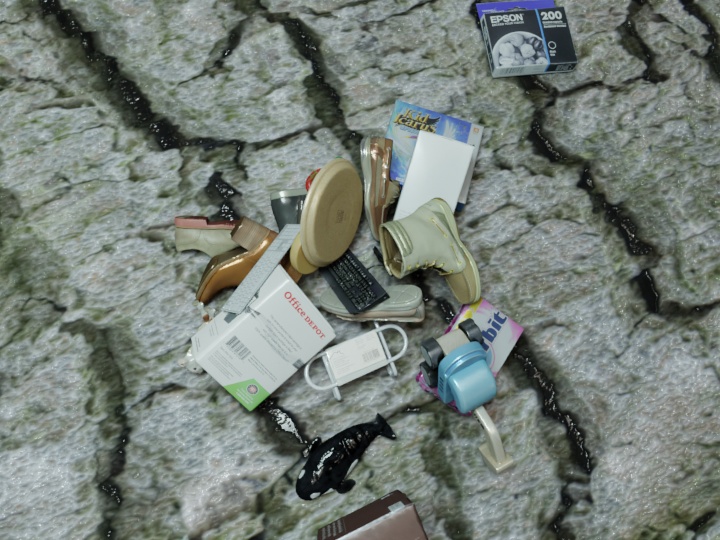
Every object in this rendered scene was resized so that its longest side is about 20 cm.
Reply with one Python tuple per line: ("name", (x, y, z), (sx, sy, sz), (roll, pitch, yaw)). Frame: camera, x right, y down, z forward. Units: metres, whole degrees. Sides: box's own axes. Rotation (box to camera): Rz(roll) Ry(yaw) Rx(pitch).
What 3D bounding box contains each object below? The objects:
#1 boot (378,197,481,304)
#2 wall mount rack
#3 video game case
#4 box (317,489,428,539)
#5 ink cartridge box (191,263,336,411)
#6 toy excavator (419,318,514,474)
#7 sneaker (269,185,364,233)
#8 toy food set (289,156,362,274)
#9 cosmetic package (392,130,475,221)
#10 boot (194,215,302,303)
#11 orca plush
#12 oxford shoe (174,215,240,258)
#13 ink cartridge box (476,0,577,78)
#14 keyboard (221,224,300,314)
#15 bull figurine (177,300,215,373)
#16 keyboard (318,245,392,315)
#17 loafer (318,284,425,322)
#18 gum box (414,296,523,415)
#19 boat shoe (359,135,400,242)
("boot", (0.121, -0.012, 0.945), (0.153, 0.072, 0.203), (-26, 94, -34))
("wall mount rack", (-0.020, 0.134, 0.992), (0.197, 0.075, 0.177), (-20, 80, -11))
("video game case", (0.141, -0.240, 1.118), (0.196, 0.046, 0.185), (17, 73, 0))
("box", (0.040, 0.486, 0.846), (0.162, 0.166, 0.203), (-22, 77, -9))
("ink cartridge box", (-0.163, 0.113, 0.920), (0.199, 0.084, 0.146), (-40, 119, -4))
("toy excavator", (0.186, 0.215, 0.891), (0.098, 0.196, 0.201), (-22, 52, -11))
("sneaker", (-0.076, -0.111, 1.063), (0.196, 0.075, 0.109), (-10, 96, -16))
("toy food set", (-0.055, -0.101, 0.962), (0.048, 0.204, 0.197), (17, 30, 25))
("cosmetic package", (0.134, -0.155, 1.035), (0.111, 0.081, 0.204), (18, 100, 1))
("boot", (-0.206, 0.014, 1.013), (0.154, 0.077, 0.201), (34, 97, -23))
("orca plush", (-0.027, 0.328, 0.934), (0.197, 0.071, 0.107), (-21, 77, -10))
("oxford shoe", (-0.258, -0.059, 1.038), (0.195, 0.071, 0.076), (7, 101, -4))
("ink cartridge box", (0.375, -0.540, 1.221), (0.194, 0.043, 0.204), (-7, 74, -6))
("keyboard", (-0.164, -0.007, 0.923), (0.011, 0.056, 0.201), (50, 58, -30))
("bull figurine", (-0.238, 0.108, 0.971), (0.196, 0.065, 0.124), (-18, 118, -17))
("keyboard", (0.000, 0.000, 0.989), (0.125, 0.021, 0.200), (-28, 37, -10))
("loafer", (0.020, 0.068, 0.962), (0.196, 0.064, 0.072), (-2, 38, 24))
("gum box", (0.198, 0.160, 1.000), (0.113, 0.066, 0.201), (35, 75, 5))
("boat shoe", (0.042, -0.153, 1.027), (0.070, 0.076, 0.204), (-4, 110, 5))
